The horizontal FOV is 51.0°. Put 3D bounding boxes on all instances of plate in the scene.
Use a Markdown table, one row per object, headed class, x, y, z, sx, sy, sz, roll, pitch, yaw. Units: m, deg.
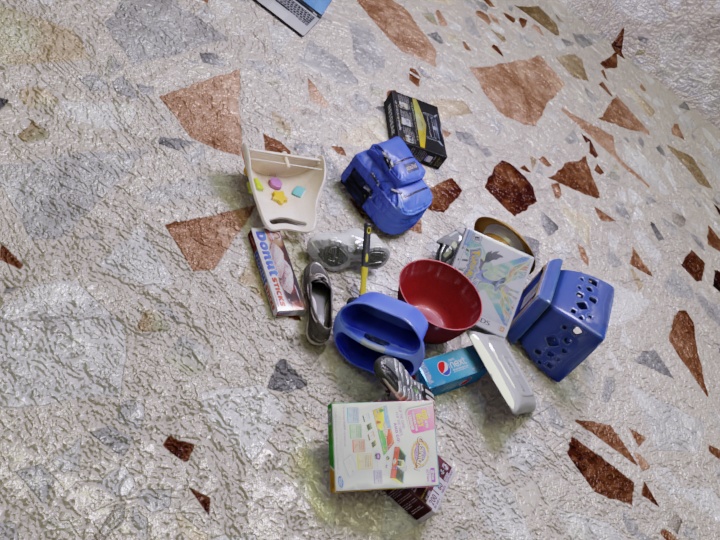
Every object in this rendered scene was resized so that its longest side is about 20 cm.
| class | x | y | z | sx | sy | sz | roll | pitch | yaw |
| --- | --- | --- | --- | --- | --- | --- | --- | --- | --- |
| plate | 0.322 | 0.219 | 1.671 | 0.203 | 0.032 | 0.199 | 62 | 18 | 20 |

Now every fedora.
| class | x | y | z | sx | sy | sz | roll | pitch | yaw |
| --- | --- | --- | --- | --- | --- | --- | --- | --- | --- |
| fedora | 0.336 | -0.039 | 1.859 | 0.200 | 0.201 | 0.082 | 43 | 71 | 3 |

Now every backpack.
| class | x | y | z | sx | sy | sz | roll | pitch | yaw |
| --- | --- | --- | --- | --- | --- | --- | --- | --- | --- |
| backpack | 0.073 | -0.198 | 1.797 | 0.161 | 0.168 | 0.202 | -26 | 76 | -37 |

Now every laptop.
| class | x | y | z | sx | sy | sz | roll | pitch | yaw |
| --- | --- | --- | --- | --- | --- | --- | --- | --- | --- |
| laptop | -0.177 | -0.795 | 2.125 | 0.185 | 0.116 | 0.202 | 35 | 44 | -5 |

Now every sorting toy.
| class | x | y | z | sx | sy | sz | roll | pitch | yaw |
| --- | --- | --- | --- | --- | --- | --- | --- | --- | --- |
| sorting toy | -0.170 | -0.165 | 1.649 | 0.196 | 0.107 | 0.184 | 4 | 58 | -32 |

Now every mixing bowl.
| class | x | y | z | sx | sy | sz | roll | pitch | yaw |
| --- | --- | --- | --- | --- | --- | --- | --- | --- | --- |
| mixing bowl | 0.159 | 0.085 | 1.659 | 0.195 | 0.110 | 0.203 | 13 | 43 | -13 |

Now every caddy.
| class | x | y | z | sx | sy | sz | roll | pitch | yaw |
| --- | --- | --- | --- | --- | --- | --- | --- | --- | --- |
| caddy | 0.041 | 0.133 | 1.504 | 0.196 | 0.145 | 0.105 | 20 | 25 | 16 |

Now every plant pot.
| class | x | y | z | sx | sy | sz | roll | pitch | yaw |
| --- | --- | --- | --- | --- | --- | --- | --- | --- | --- |
| plant pot | 0.473 | 0.108 | 1.814 | 0.178 | 0.201 | 0.201 | 33 | 44 | 1 |

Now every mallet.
| class | x | y | z | sx | sy | sz | roll | pitch | yaw |
| --- | --- | --- | --- | --- | --- | --- | --- | --- | --- |
| mallet | 0.000 | 0.000 | 1.620 | 0.064 | 0.041 | 0.206 | 1 | 86 | -29 |

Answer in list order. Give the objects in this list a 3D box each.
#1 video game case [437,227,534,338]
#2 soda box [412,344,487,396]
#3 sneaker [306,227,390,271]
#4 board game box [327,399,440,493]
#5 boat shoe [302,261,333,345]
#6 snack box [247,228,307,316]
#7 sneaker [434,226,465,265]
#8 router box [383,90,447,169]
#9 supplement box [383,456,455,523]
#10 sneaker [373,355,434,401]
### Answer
| class | x | y | z | sx | sy | sz | roll | pitch | yaw |
| --- | --- | --- | --- | --- | --- | --- | --- | --- | --- |
| video game case | 0.292 | 0.029 | 1.765 | 0.179 | 0.022 | 0.204 | 22 | 85 | -5 |
| soda box | 0.185 | 0.218 | 1.614 | 0.197 | 0.068 | 0.065 | -10 | 61 | -39 |
| sneaker | -0.035 | -0.055 | 1.685 | 0.196 | 0.079 | 0.100 | 7 | 33 | -28 |
| board game box | 0.041 | 0.316 | 1.361 | 0.194 | 0.040 | 0.157 | 2 | 74 | -14 |
| boat shoe | -0.081 | 0.057 | 1.564 | 0.065 | 0.057 | 0.204 | 14 | 50 | -24 |
| snack box | -0.174 | 0.002 | 1.566 | 0.071 | 0.024 | 0.203 | -1 | 58 | -36 |
| sneaker | 0.236 | 0.008 | 1.818 | 0.113 | 0.075 | 0.204 | -21 | 85 | -14 |
| router box | 0.150 | -0.388 | 2.078 | 0.154 | 0.052 | 0.204 | 15 | 50 | -24 |
| supplement box | 0.074 | 0.363 | 1.428 | 0.199 | 0.061 | 0.109 | 40 | 45 | 0 |
| sneaker | 0.054 | 0.244 | 1.461 | 0.200 | 0.114 | 0.076 | 44 | 32 | -39 |
